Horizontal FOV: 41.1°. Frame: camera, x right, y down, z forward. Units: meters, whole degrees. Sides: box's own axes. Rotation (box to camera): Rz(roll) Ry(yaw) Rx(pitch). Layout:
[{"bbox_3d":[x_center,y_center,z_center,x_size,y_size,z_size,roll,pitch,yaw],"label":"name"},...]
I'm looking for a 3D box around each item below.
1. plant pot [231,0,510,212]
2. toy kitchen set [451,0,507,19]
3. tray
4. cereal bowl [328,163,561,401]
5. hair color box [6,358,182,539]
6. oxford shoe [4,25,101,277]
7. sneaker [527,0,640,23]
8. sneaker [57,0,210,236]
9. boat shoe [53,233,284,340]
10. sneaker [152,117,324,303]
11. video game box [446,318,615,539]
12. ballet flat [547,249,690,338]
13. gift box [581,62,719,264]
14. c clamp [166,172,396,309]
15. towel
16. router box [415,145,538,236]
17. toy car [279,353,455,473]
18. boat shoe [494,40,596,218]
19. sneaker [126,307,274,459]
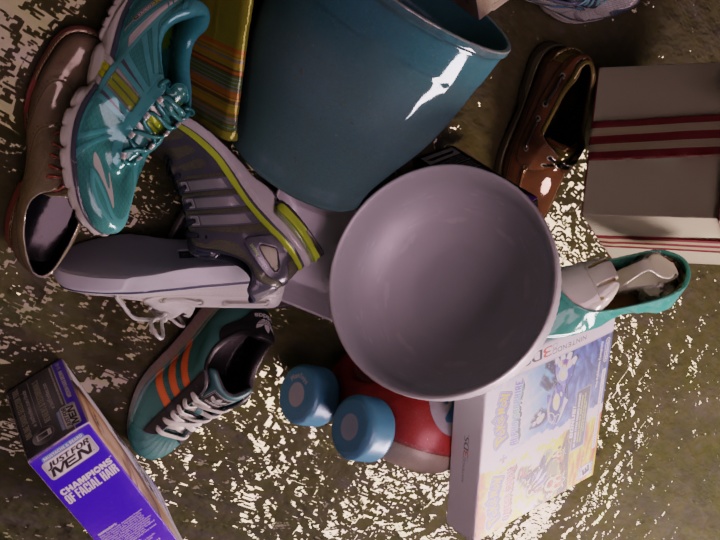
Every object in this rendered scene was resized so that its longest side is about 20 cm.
[{"bbox_3d":[-0.011,-0.161,0.791,0.199,0.201,0.189,16,122,-35],"label":"plant pot"},{"bbox_3d":[0.015,-0.301,0.732,0.163,0.200,0.181,-36,143,-10],"label":"toy kitchen set"},{"bbox_3d":[0.000,0.000,0.895,0.198,0.022,0.108,22,98,-6],"label":"tray"},{"bbox_3d":[0.077,0.014,0.829,0.201,0.200,0.083,-52,158,4],"label":"cereal bowl"},{"bbox_3d":[-0.239,0.191,0.885,0.065,0.109,0.201,-33,127,-11],"label":"hair color box"},{"bbox_3d":[-0.231,-0.089,0.761,0.070,0.075,0.202,5,111,-30],"label":"oxford shoe"},{"bbox_3d":[0.201,-0.271,0.911,0.198,0.086,0.078,1,115,-30],"label":"sneaker"},{"bbox_3d":[-0.170,-0.124,0.729,0.077,0.079,0.202,32,71,-69],"label":"sneaker"},{"bbox_3d":[-0.165,0.018,0.849,0.200,0.075,0.087,-4,123,-14],"label":"boat shoe"},{"bbox_3d":[-0.125,-0.057,0.789,0.200,0.074,0.081,42,79,4],"label":"sneaker"},{"bbox_3d":[0.167,0.143,0.939,0.181,0.047,0.202,-17,120,-32],"label":"video game box"},{"bbox_3d":[0.232,0.012,0.900,0.198,0.068,0.071,-9,147,-30],"label":"ballet flat"},{"bbox_3d":[0.329,-0.098,0.946,0.200,0.185,0.187,23,72,-63],"label":"gift box"},{"bbox_3d":[-0.081,-0.044,0.909,0.199,0.027,0.172,11,114,-35],"label":"c clamp"},{"bbox_3d":[-0.108,-0.210,0.764,0.018,0.086,0.202,-8,119,-41],"label":"towel"},{"bbox_3d":[0.120,-0.005,0.965,0.051,0.149,0.202,-21,124,-19],"label":"router box"},{"bbox_3d":[0.050,0.084,0.971,0.183,0.176,0.202,15,95,-41],"label":"toy car"},{"bbox_3d":[0.192,-0.130,0.991,0.071,0.068,0.202,-8,119,-26],"label":"boat shoe"},{"bbox_3d":[-0.152,0.110,0.906,0.071,0.080,0.201,25,106,-39],"label":"sneaker"}]
